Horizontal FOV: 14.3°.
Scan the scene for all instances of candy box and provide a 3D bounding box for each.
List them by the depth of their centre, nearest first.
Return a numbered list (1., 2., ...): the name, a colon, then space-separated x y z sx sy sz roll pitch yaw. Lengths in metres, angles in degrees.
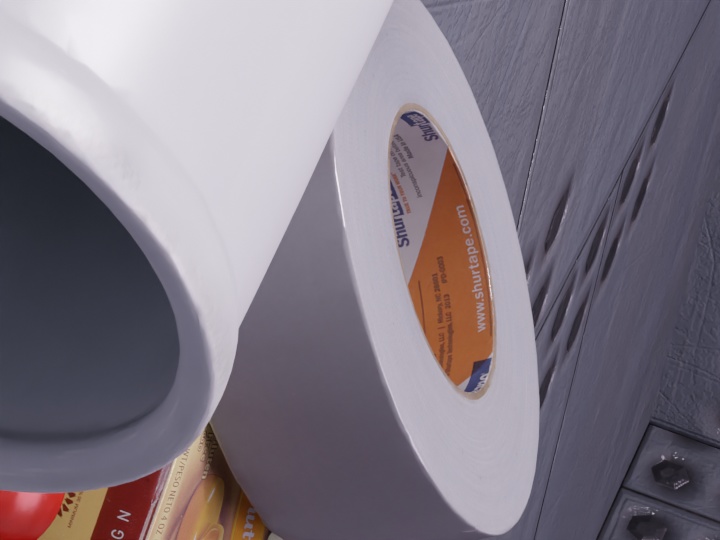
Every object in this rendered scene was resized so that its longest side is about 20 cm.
1. candy box: -0.062 0.101 1.018 0.200 0.055 0.116 15 95 -68

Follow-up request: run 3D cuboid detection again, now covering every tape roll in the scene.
1. tape roll: 0.000 0.000 1.005 0.200 0.066 0.201 -12 90 -71

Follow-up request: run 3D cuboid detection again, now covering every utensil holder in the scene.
1. utensil holder: -0.075 -0.074 0.692 0.170 0.170 0.200 94 18 -53

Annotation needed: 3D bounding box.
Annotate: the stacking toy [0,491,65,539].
1. stacking toy: -0.131 0.136 0.888 0.085 0.085 0.200 35 64 -78
